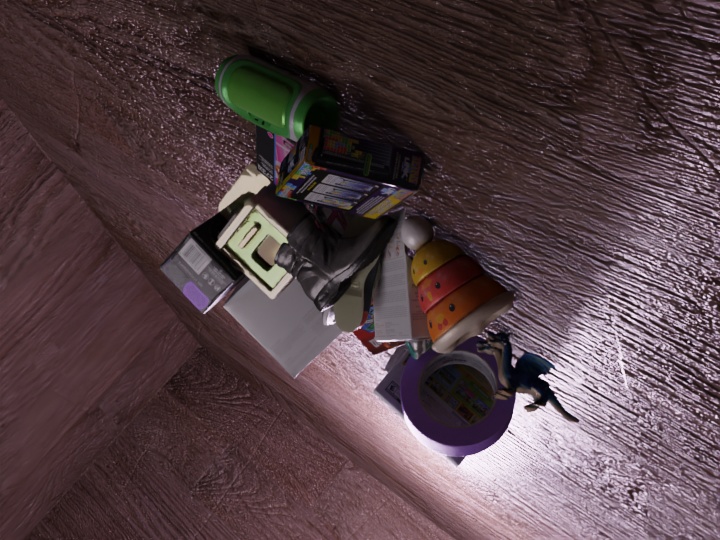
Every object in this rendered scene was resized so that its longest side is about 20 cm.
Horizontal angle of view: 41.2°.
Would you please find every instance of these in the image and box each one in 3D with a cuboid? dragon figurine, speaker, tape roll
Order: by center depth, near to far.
[{"bbox_3d":[-0.122,-0.248,1.384,0.199,0.089,0.089,30,160,36],"label":"speaker"},{"bbox_3d":[0.275,0.169,1.539,0.197,0.101,0.059,21,160,4],"label":"dragon figurine"},{"bbox_3d":[0.167,0.212,1.645,0.199,0.200,0.066,36,162,21],"label":"tape roll"}]

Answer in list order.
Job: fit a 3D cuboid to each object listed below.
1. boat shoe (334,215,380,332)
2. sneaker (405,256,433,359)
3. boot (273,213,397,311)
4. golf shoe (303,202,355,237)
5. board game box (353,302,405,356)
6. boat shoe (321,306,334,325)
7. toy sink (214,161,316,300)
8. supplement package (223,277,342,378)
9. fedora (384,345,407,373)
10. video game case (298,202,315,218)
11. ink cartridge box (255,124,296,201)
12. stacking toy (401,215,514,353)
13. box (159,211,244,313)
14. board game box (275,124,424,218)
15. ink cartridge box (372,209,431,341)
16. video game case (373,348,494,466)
[{"bbox_3d":[0.000,0.000,1.561,0.070,0.203,0.062,13,-169,18],"label":"boat shoe"},{"bbox_3d":[0.119,0.052,1.598,0.078,0.090,0.202,-121,24,-48],"label":"sneaker"},{"bbox_3d":[-0.046,-0.044,1.503,0.132,0.200,0.070,47,-162,10],"label":"boot"},{"bbox_3d":[-0.045,-0.113,1.567,0.073,0.091,0.203,39,147,58],"label":"golf shoe"},{"bbox_3d":[0.049,0.092,1.734,0.103,0.019,0.199,47,145,-10],"label":"board game box"},{"bbox_3d":[-0.024,0.032,1.729,0.064,0.075,0.203,17,133,-6],"label":"boat shoe"},{"bbox_3d":[-0.175,-0.072,1.707,0.200,0.112,0.130,44,119,-1],"label":"toy sink"},{"bbox_3d":[-0.126,0.057,1.886,0.200,0.191,0.147,45,-166,-8],"label":"supplement package"},{"bbox_3d":[0.122,0.216,1.948,0.199,0.090,0.178,27,158,41],"label":"fedora"},{"bbox_3d":[-0.066,-0.095,1.732,0.180,0.026,0.201,34,161,29],"label":"video game case"},{"bbox_3d":[-0.132,-0.183,1.609,0.094,0.037,0.201,39,157,16],"label":"ink cartridge box"},{"bbox_3d":[0.121,0.008,1.429,0.201,0.145,0.146,56,166,12],"label":"stacking toy"},{"bbox_3d":[-0.260,-0.029,1.788,0.122,0.200,0.106,46,118,-3],"label":"box"},{"bbox_3d":[-0.020,-0.134,1.350,0.163,0.058,0.200,11,169,-15],"label":"board game box"},{"bbox_3d":[0.064,0.012,1.540,0.160,0.047,0.204,167,102,-70],"label":"ink cartridge box"},{"bbox_3d":[0.152,0.215,1.718,0.199,0.182,0.023,41,160,6],"label":"video game case"}]
